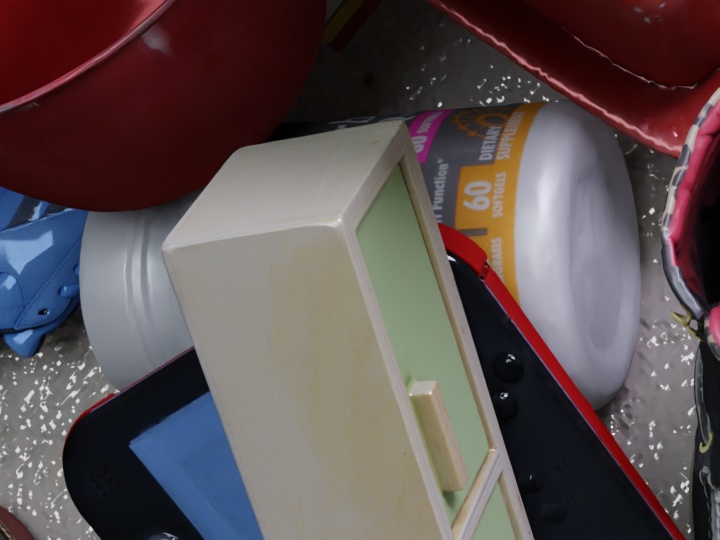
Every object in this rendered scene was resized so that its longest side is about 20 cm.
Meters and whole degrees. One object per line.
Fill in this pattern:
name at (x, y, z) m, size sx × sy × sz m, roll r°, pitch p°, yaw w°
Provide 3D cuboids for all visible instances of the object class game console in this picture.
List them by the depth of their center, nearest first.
game console at (0.002, 0.089, 0.793) m, size 0.199 × 0.031 × 0.178 m, roll -31°, pitch 98°, yaw 31°

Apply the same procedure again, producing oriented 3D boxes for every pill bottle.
pill bottle at (0.000, 0.000, 0.839) m, size 0.198 × 0.116 × 0.118 m, roll -4°, pitch 76°, yaw 23°

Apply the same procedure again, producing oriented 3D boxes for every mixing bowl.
mixing bowl at (-0.086, -0.097, 0.811) m, size 0.199 × 0.109 × 0.201 m, roll -21°, pitch 44°, yaw 21°

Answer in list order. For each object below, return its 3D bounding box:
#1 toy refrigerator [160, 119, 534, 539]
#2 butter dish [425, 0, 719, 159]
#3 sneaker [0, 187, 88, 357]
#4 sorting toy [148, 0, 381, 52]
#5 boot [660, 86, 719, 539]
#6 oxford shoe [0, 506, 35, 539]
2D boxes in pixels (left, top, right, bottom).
toy refrigerator at (0.008, 0.060, 0.718) m, size 0.069 × 0.076 × 0.202 m, roll -8°, pitch 114°, yaw 22°
butter dish at (0.087, -0.168, 0.740) m, size 0.199 × 0.148 × 0.200 m, roll 36°, pitch 97°, yaw 14°
sneaker at (-0.125, -0.015, 0.932) m, size 0.199 × 0.066 × 0.079 m, roll -34°, pitch 78°, yaw 14°
sorting toy at (-0.035, -0.203, 0.930) m, size 0.199 × 0.070 × 0.200 m, roll 42°, pitch 96°, yaw 27°
boot at (0.142, 0.037, 0.743) m, size 0.072 × 0.151 × 0.202 m, roll 6°, pitch 79°, yaw 18°
oxford shoe at (-0.134, 0.169, 0.879) m, size 0.200 × 0.075 × 0.071 m, roll 41°, pitch 95°, yaw 26°
